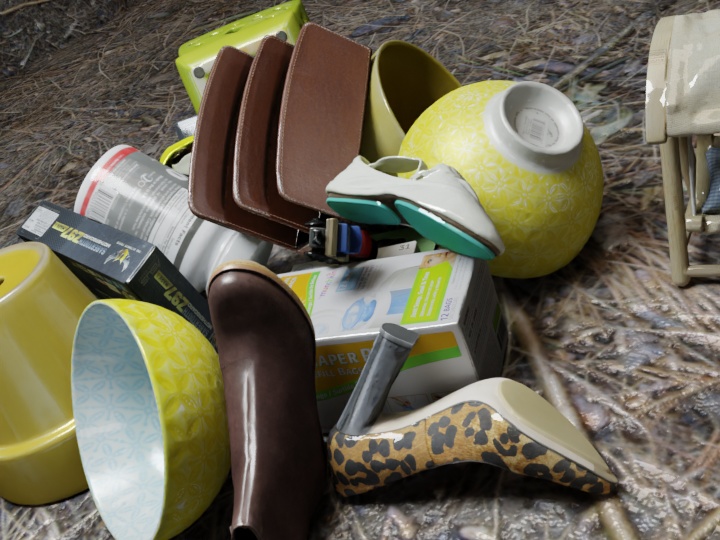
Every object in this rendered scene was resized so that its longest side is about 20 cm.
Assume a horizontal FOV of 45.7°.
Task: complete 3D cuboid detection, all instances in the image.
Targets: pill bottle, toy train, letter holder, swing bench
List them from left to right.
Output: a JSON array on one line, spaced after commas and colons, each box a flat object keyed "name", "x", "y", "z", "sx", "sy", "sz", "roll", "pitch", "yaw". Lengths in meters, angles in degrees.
[{"name": "pill bottle", "x": -0.203, "y": -0.045, "z": 0.947, "sx": 0.199, "sy": 0.114, "sz": 0.114, "roll": 28, "pitch": 46, "yaw": 5}, {"name": "letter holder", "x": -0.081, "y": -0.141, "z": 0.842, "sx": 0.100, "sy": 0.141, "sz": 0.202, "roll": -30, "pitch": 48, "yaw": 53}, {"name": "toy train", "x": -0.012, "y": -0.022, "z": 0.757, "sx": 0.045, "sy": 0.034, "sz": 0.200, "roll": 3, "pitch": -1, "yaw": 9}, {"name": "swing bench", "x": 0.340, "y": -0.104, "z": 0.666, "sx": 0.197, "sy": 0.201, "sz": 0.130, "roll": -2, "pitch": 36, "yaw": 33}]

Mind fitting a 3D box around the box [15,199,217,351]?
[{"name": "box", "x": -0.244, "y": 0.013, "z": 0.888, "sx": 0.199, "sy": 0.158, "sz": 0.051, "roll": 21, "pitch": 67, "yaw": 36}]

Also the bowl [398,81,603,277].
[{"name": "bowl", "x": 0.143, "y": -0.106, "z": 0.780, "sx": 0.198, "sy": 0.108, "sz": 0.202, "roll": 7, "pitch": 59, "yaw": -12}]

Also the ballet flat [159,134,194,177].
[{"name": "ballet flat", "x": -0.147, "y": -0.145, "z": 1.006, "sx": 0.198, "sy": 0.067, "sz": 0.067, "roll": -20, "pitch": 12, "yaw": 5}]

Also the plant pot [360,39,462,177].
[{"name": "plant pot", "x": 0.041, "y": -0.131, "z": 0.955, "sx": 0.142, "sy": 0.200, "sz": 0.201, "roll": -35, "pitch": 20, "yaw": 34}]

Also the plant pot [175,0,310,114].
[{"name": "plant pot", "x": -0.138, "y": -0.249, "z": 1.191, "sx": 0.198, "sy": 0.200, "sz": 0.182, "roll": -21, "pitch": 18, "yaw": 3}]

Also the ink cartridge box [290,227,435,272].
[{"name": "ink cartridge box", "x": 0.000, "y": 0.000, "z": 0.888, "sx": 0.144, "sy": 0.048, "sz": 0.201, "roll": -10, "pitch": 35, "yaw": 22}]

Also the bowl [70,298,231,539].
[{"name": "bowl", "x": -0.155, "y": 0.116, "z": 0.705, "sx": 0.107, "sy": 0.202, "sz": 0.199, "roll": -8, "pitch": 18, "yaw": -36}]

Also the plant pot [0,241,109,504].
[{"name": "plant pot", "x": -0.310, "y": 0.085, "z": 0.822, "sx": 0.199, "sy": 0.190, "sz": 0.201, "roll": -16, "pitch": 30, "yaw": 10}]

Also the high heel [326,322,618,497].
[{"name": "high heel", "x": 0.072, "y": 0.144, "z": 0.623, "sx": 0.199, "sy": 0.144, "sz": 0.071, "roll": 29, "pitch": 19, "yaw": 18}]

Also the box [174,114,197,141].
[{"name": "box", "x": -0.114, "y": -0.141, "z": 1.071, "sx": 0.198, "sy": 0.159, "sz": 0.051, "roll": -21, "pitch": -6, "yaw": 4}]

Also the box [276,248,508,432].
[{"name": "box", "x": 0.012, "y": 0.061, "z": 0.725, "sx": 0.198, "sy": 0.102, "sz": 0.113, "roll": -8, "pitch": 32, "yaw": 24}]

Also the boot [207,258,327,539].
[{"name": "boot", "x": -0.067, "y": 0.111, "z": 0.605, "sx": 0.072, "sy": 0.201, "sz": 0.167, "roll": -11, "pitch": 34, "yaw": 10}]

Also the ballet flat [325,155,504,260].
[{"name": "ballet flat", "x": 0.048, "y": -0.064, "z": 0.716, "sx": 0.069, "sy": 0.070, "sz": 0.199, "roll": -39, "pitch": 36, "yaw": -26}]
